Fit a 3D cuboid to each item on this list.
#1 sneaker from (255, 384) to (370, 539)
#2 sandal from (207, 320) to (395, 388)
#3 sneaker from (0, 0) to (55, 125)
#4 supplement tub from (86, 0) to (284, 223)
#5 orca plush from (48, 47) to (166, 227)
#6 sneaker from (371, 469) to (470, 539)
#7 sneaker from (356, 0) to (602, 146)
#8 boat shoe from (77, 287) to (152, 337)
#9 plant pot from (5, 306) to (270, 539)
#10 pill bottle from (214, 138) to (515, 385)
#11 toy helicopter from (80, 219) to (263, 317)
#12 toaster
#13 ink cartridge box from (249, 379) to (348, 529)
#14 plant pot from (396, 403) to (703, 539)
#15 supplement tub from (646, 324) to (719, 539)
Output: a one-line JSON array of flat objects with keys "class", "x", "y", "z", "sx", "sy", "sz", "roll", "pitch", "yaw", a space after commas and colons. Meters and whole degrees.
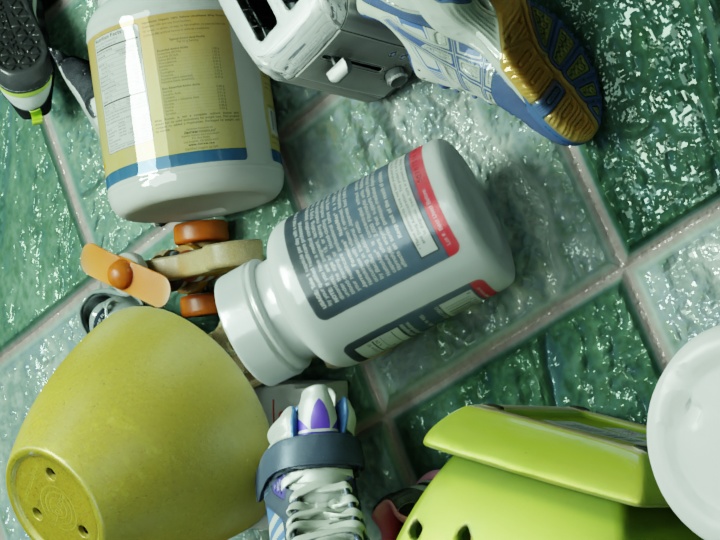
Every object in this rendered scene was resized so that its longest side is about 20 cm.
[{"class": "sneaker", "x": -0.032, "y": 0.157, "z": 1.223, "sx": 0.200, "sy": 0.080, "sz": 0.147, "roll": -151, "pitch": 56, "yaw": -83}, {"class": "sandal", "x": -0.073, "y": 0.046, "z": 1.368, "sx": 0.211, "sy": 0.078, "sz": 0.070, "roll": -15, "pitch": 114, "yaw": 21}, {"class": "sneaker", "x": -0.324, "y": -0.216, "z": 1.615, "sx": 0.083, "sy": 0.071, "sz": 0.201, "roll": 86, "pitch": 171, "yaw": -54}, {"class": "supplement tub", "x": -0.144, "y": -0.149, "z": 1.414, "sx": 0.144, "sy": 0.144, "sz": 0.201, "roll": -14, "pitch": 81, "yaw": 40}, {"class": "orca plush", "x": -0.195, "y": -0.130, "z": 1.531, "sx": 0.200, "sy": 0.071, "sz": 0.105, "roll": 52, "pitch": 167, "yaw": 39}, {"class": "sneaker", "x": 0.046, "y": 0.252, "z": 1.289, "sx": 0.079, "sy": 0.095, "sz": 0.201, "roll": -10, "pitch": 86, "yaw": 39}, {"class": "sneaker", "x": 0.085, "y": -0.157, "z": 1.240, "sx": 0.200, "sy": 0.075, "sz": 0.088, "roll": 45, "pitch": 140, "yaw": -3}, {"class": "boat shoe", "x": -0.196, "y": 0.056, "z": 1.455, "sx": 0.070, "sy": 0.071, "sz": 0.201, "roll": -61, "pitch": 22, "yaw": -3}, {"class": "plant pot", "x": -0.185, "y": 0.148, "z": 1.326, "sx": 0.199, "sy": 0.142, "sz": 0.201, "roll": 20, "pitch": 125, "yaw": 31}, {"class": "pill bottle", "x": 0.000, "y": 0.000, "z": 1.267, "sx": 0.199, "sy": 0.120, "sz": 0.120, "roll": -27, "pitch": 72, "yaw": 14}, {"class": "toy helicopter", "x": -0.140, "y": -0.006, "z": 1.389, "sx": 0.200, "sy": 0.132, "sz": 0.079, "roll": -13, "pitch": 82, "yaw": 63}, {"class": "toaster", "x": -0.036, "y": -0.225, "z": 1.329, "sx": 0.114, "sy": 0.129, "sz": 0.201, "roll": -40, "pitch": 65, "yaw": 33}, {"class": "ink cartridge box", "x": -0.072, "y": 0.147, "z": 1.405, "sx": 0.199, "sy": 0.068, "sz": 0.116, "roll": -3, "pitch": 89, "yaw": 41}, {"class": "plant pot", "x": 0.143, "y": 0.189, "z": 1.142, "sx": 0.199, "sy": 0.199, "sz": 0.182, "roll": 13, "pitch": 93, "yaw": 40}, {"class": "supplement tub", "x": 0.271, "y": 0.091, "z": 1.022, "sx": 0.132, "sy": 0.200, "sz": 0.133, "roll": 0, "pitch": 90, "yaw": 40}]
